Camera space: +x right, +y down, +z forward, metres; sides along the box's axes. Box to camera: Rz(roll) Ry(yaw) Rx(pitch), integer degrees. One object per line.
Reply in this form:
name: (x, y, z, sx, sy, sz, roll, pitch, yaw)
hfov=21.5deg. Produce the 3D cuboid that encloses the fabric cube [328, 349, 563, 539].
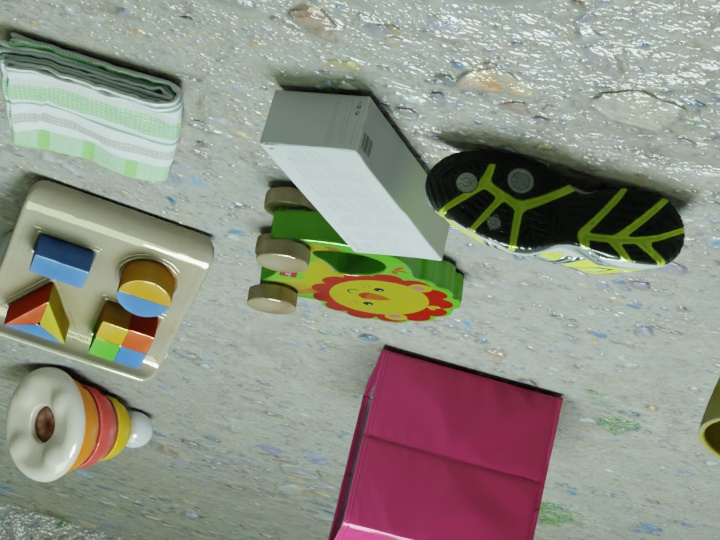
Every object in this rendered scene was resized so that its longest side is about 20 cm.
fabric cube: (0.085, 0.224, 2.030, 0.198, 0.202, 0.196, 15, 161, -3)

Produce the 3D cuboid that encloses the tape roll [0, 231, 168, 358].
tape roll: (-0.284, 0.029, 1.961, 0.201, 0.071, 0.203, 13, 161, 5)

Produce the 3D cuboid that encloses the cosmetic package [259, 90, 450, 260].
cosmetic package: (0.001, -0.072, 1.472, 0.082, 0.051, 0.200, 4, 159, 23)

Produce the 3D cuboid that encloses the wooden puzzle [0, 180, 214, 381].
wooden puzzle: (-0.255, 0.022, 1.813, 0.184, 0.047, 0.201, 19, 132, -12)

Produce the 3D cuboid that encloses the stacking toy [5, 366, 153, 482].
stacking toy: (-0.353, 0.205, 2.491, 0.145, 0.148, 0.199, 0, 174, 39)

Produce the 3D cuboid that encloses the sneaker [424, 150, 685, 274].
sneaker: (0.142, -0.033, 1.440, 0.198, 0.076, 0.076, 17, 161, -2)

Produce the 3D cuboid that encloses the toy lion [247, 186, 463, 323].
toy lion: (0.000, 0.000, 1.682, 0.190, 0.069, 0.200, 9, 162, -4)

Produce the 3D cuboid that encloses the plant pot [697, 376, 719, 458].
plant pot: (0.375, 0.081, 1.477, 0.198, 0.143, 0.200, 14, 162, 4)

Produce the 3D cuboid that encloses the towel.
towel: (-0.219, -0.122, 1.534, 0.148, 0.031, 0.200, 17, 162, -3)
